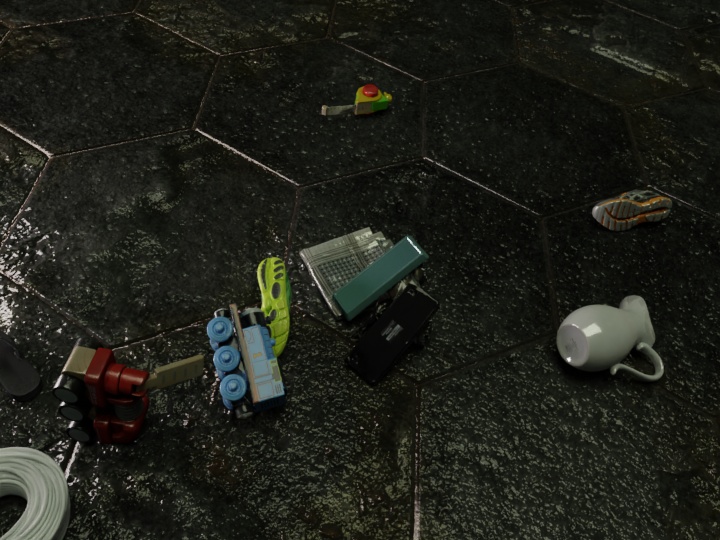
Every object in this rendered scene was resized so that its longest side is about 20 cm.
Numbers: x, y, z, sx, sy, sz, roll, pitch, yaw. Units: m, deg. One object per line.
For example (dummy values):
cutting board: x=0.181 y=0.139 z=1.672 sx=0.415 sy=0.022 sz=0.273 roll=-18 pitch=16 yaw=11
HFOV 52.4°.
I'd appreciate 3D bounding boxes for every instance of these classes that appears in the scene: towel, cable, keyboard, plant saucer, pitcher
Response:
towel: x=0.000 y=0.000 z=1.502 sx=0.197 sy=0.035 sz=0.194 roll=-16 pitch=52 yaw=-22
cable: x=-0.530 y=0.359 z=1.076 sx=0.197 sy=0.070 sz=0.201 roll=-18 pitch=53 yaw=-24
keyboard: x=0.053 y=0.112 z=1.372 sx=0.104 sy=0.040 sz=0.200 roll=39 pitch=82 yaw=18
plant saucer: x=0.035 y=0.010 z=1.416 sx=0.199 sy=0.019 sz=0.070 roll=-38 pitch=55 yaw=-3
pitcher: x=0.483 y=0.144 z=1.397 sx=0.197 sy=0.122 sz=0.173 roll=-10 pitch=64 yaw=-31

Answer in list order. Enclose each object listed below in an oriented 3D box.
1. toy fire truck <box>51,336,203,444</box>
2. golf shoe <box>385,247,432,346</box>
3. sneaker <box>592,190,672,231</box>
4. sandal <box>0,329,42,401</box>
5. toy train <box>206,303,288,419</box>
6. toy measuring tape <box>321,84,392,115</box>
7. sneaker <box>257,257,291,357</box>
toy fire truck: x=-0.363 y=0.195 z=1.175 sx=0.197 sy=0.178 sz=0.130 roll=11 pitch=46 yaw=1
golf shoe: x=0.089 y=0.055 z=1.432 sx=0.093 sy=0.078 sz=0.203 roll=-8 pitch=66 yaw=7
sneaker: x=0.623 y=-0.147 z=1.707 sx=0.197 sy=0.079 sz=0.078 roll=-5 pitch=35 yaw=-17
sandal: x=-0.627 y=0.146 z=1.271 sx=0.198 sy=0.043 sz=0.076 roll=31 pitch=51 yaw=19
toy train: x=-0.198 y=0.154 z=1.276 sx=0.112 sy=0.087 sz=0.203 roll=-13 pitch=67 yaw=-11
toy measuring tape: x=-0.013 y=-0.435 z=1.875 sx=0.197 sy=0.074 sz=0.074 roll=-11 pitch=50 yaw=-18
sneaker: x=-0.157 y=0.077 z=1.381 sx=0.073 sy=0.084 sz=0.203 roll=-5 pitch=65 yaw=13
